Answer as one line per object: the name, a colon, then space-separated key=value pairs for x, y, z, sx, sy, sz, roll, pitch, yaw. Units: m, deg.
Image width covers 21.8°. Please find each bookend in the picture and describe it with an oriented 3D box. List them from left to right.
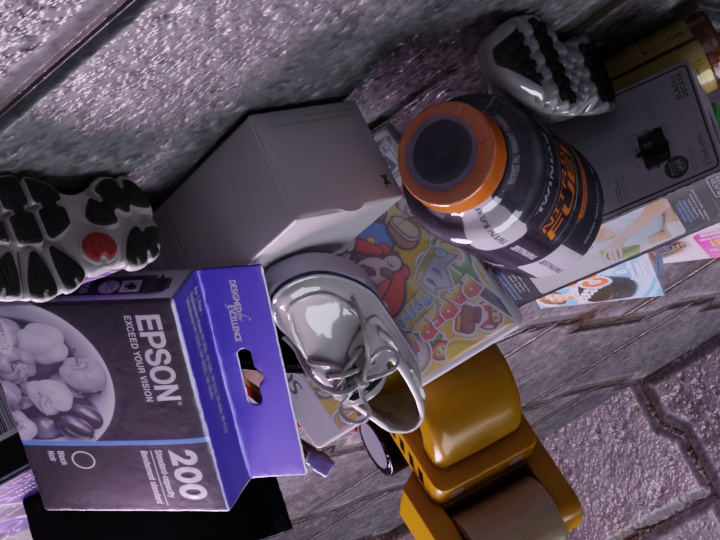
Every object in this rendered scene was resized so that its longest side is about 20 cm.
bookend: x=-0.169 y=0.222 z=1.560 sx=0.197 sy=0.093 sz=0.200 roll=-17 pitch=165 yaw=-11

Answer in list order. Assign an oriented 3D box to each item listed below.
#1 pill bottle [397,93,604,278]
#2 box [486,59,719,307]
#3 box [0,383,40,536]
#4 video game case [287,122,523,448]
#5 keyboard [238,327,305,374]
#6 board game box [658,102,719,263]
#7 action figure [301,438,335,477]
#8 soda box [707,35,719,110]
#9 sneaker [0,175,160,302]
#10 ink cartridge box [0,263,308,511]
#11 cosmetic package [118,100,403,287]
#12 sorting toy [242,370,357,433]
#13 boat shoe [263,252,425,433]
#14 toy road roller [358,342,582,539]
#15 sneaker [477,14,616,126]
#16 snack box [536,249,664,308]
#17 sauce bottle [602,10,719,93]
pill bottle: x=0.094 y=-0.061 z=1.307 sx=0.106 sy=0.107 sz=0.200 roll=-31 pitch=160 yaw=17
box: x=0.183 y=-0.065 z=1.437 sx=0.199 sy=0.117 sz=0.060 roll=-24 pitch=140 yaw=15
box: x=-0.267 y=0.129 z=1.493 sx=0.147 sy=0.105 sz=0.200 roll=-28 pitch=166 yaw=3
video game case: x=-0.006 y=0.015 z=1.425 sx=0.199 sy=0.183 sz=0.023 roll=-33 pitch=-172 yaw=21
keyboard: x=-0.141 y=0.061 z=1.393 sx=0.198 sy=0.040 sz=0.104 roll=7 pitch=-159 yaw=-9
board game box: x=0.254 y=-0.067 z=1.597 sx=0.152 sy=0.041 sz=0.200 roll=-7 pitch=153 yaw=22
action figure: x=-0.131 y=0.161 z=1.694 sx=0.105 sy=0.199 sz=0.193 roll=-59 pitch=-177 yaw=-5
soda box: x=0.317 y=-0.163 z=1.617 sx=0.199 sy=0.069 sz=0.064 roll=-21 pitch=164 yaw=-21
sneaker: x=-0.206 y=-0.008 z=1.173 sx=0.083 sy=0.081 sz=0.199 roll=-28 pitch=168 yaw=28
ink cartridge box: x=-0.149 y=0.087 z=1.308 sx=0.198 sy=0.044 sz=0.199 roll=-3 pitch=127 yaw=11
cosmetic package: x=-0.076 y=-0.029 z=1.318 sx=0.107 sy=0.085 sz=0.200 roll=-12 pitch=159 yaw=-45
sorting toy: x=-0.007 y=0.077 z=1.650 sx=0.198 sy=0.070 sz=0.198 roll=-20 pitch=-160 yaw=-21
boat shoe: x=-0.005 y=0.066 z=1.323 sx=0.074 sy=0.087 sz=0.202 roll=-25 pitch=144 yaw=9
toy road roller: x=0.089 y=0.145 z=1.504 sx=0.122 sy=0.201 sz=0.146 roll=-26 pitch=156 yaw=-17
sneaker: x=0.123 y=-0.134 z=1.362 sx=0.081 sy=0.076 sz=0.200 roll=-23 pitch=169 yaw=22
snack box: x=0.186 y=-0.029 z=1.593 sx=0.115 sy=0.037 sz=0.200 roll=-6 pitch=153 yaw=18
sauce bottle: x=0.198 y=-0.138 z=1.498 sx=0.199 sy=0.067 sz=0.066 roll=-25 pitch=167 yaw=9
